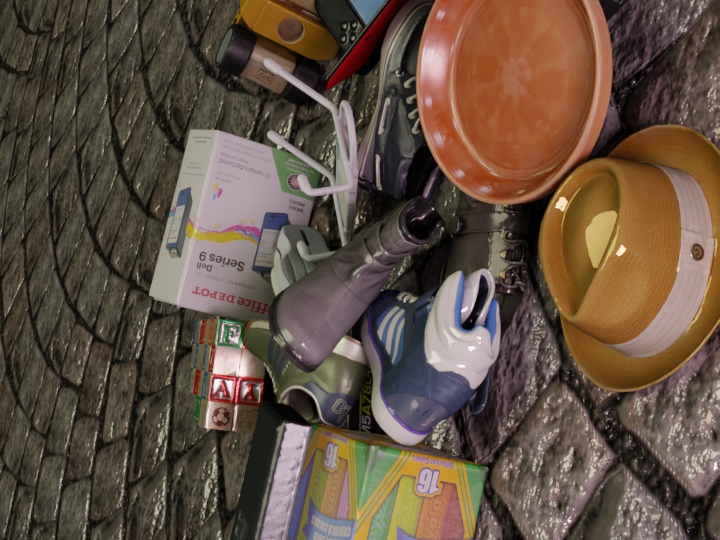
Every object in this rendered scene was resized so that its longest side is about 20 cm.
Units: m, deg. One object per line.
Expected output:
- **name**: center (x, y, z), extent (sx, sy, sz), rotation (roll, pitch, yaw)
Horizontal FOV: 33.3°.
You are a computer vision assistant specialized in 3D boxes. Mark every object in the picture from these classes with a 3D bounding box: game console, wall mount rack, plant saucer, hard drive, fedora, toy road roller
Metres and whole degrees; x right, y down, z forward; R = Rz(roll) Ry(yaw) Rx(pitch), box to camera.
- **game console**: center (0.013, -0.302, 1.230), extent (0.200, 0.118, 0.173), rotation (-47, 59, 28)
- **wall mount rack**: center (-0.049, -0.116, 1.236), extent (0.201, 0.074, 0.175), rotation (95, 164, -57)
- **plant saucer**: center (0.121, -0.154, 0.957), extent (0.199, 0.032, 0.203), rotation (5, 97, 50)
- **hard drive**: center (-0.088, 0.221, 1.055), extent (0.139, 0.032, 0.203), rotation (-175, 98, -79)
- **fedora**: center (0.186, -0.016, 0.879), extent (0.200, 0.081, 0.203), rotation (-32, 51, 51)
- **toy road roller**: center (-0.088, -0.312, 1.437), extent (0.201, 0.122, 0.147), rotation (-54, 25, 32)

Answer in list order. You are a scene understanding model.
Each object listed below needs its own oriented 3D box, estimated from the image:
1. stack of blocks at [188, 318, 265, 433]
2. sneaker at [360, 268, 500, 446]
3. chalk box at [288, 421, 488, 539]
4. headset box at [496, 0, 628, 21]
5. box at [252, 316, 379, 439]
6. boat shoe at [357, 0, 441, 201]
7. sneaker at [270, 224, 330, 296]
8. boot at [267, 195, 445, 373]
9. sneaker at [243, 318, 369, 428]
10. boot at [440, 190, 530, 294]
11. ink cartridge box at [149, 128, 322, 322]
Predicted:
- **stack of blocks**: center (-0.153, 0.116, 1.356), extent (0.200, 0.058, 0.117), rotation (172, 106, -75)
- **sneaker**: center (0.071, 0.044, 1.043), extent (0.147, 0.080, 0.201), rotation (-50, 20, 25)
- **chalk box**: center (0.008, 0.245, 1.026), extent (0.123, 0.123, 0.203), rotation (6, 83, 59)
- **headset box**: center (0.181, -0.321, 1.012), extent (0.174, 0.092, 0.202), rotation (-43, 43, 42)
- **box**: center (-0.048, 0.149, 1.237), extent (0.199, 0.047, 0.195), rotation (-31, 48, 51)
- **boat shoe**: center (0.059, -0.160, 1.178), extent (0.093, 0.074, 0.202), rotation (37, 117, 53)
- **sneaker**: center (-0.058, 0.014, 1.280), extent (0.200, 0.072, 0.072), rotation (-102, 21, -70)
- **boot**: center (0.000, 0.000, 1.060), extent (0.131, 0.070, 0.200), rotation (-38, 12, 29)
- **sneaker**: center (-0.065, 0.102, 1.171), extent (0.199, 0.067, 0.091), rotation (4, 73, 54)
- **boot**: center (0.135, -0.067, 1.021), extent (0.199, 0.068, 0.177), rotation (-12, 72, 61)
- **ink cartridge box**: center (-0.142, -0.046, 1.381), extent (0.087, 0.144, 0.203), rotation (13, 87, 58)
